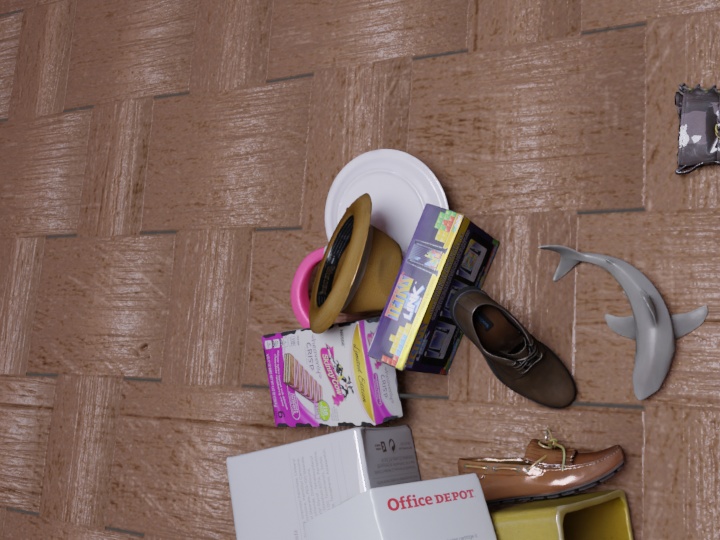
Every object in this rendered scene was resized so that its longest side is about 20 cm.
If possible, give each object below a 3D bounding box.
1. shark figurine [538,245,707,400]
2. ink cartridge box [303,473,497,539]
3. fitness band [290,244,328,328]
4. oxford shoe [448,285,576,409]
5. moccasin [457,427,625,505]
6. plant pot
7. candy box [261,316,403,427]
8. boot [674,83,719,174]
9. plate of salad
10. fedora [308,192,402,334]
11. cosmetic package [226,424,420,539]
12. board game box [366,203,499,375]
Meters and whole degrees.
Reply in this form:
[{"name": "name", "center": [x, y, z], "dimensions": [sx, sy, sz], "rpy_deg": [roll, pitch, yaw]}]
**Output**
[{"name": "shark figurine", "center": [0.320, 0.030, 0.871], "dimensions": [0.128, 0.089, 0.215], "rpy_deg": [-37, 68, 14]}, {"name": "ink cartridge box", "center": [0.052, 0.325, 0.734], "dimensions": [0.145, 0.145, 0.200], "rpy_deg": [-42, 53, 45]}, {"name": "fitness band", "center": [-0.014, 0.044, 1.041], "dimensions": [0.200, 0.037, 0.144], "rpy_deg": [22, 107, 27]}, {"name": "oxford shoe", "center": [0.190, 0.106, 0.883], "dimensions": [0.200, 0.084, 0.073], "rpy_deg": [40, 92, -11]}, {"name": "moccasin", "center": [0.217, 0.236, 0.891], "dimensions": [0.201, 0.074, 0.078], "rpy_deg": [-17, 77, 26]}, {"name": "plant pot", "center": [0.183, 0.358, 0.822], "dimensions": [0.200, 0.195, 0.194], "rpy_deg": [-15, 74, 36]}, {"name": "candy box", "center": [-0.044, 0.142, 1.002], "dimensions": [0.200, 0.061, 0.137], "rpy_deg": [-13, 85, 42]}, {"name": "boot", "center": [0.461, -0.206, 0.853], "dimensions": [0.174, 0.069, 0.200], "rpy_deg": [9, 87, 27]}, {"name": "plate of salad", "center": [0.039, -0.072, 1.044], "dimensions": [0.200, 0.048, 0.200], "rpy_deg": [4, 98, 29]}, {"name": "fedora", "center": [0.000, 0.000, 0.931], "dimensions": [0.082, 0.201, 0.201], "rpy_deg": [21, 90, -12]}, {"name": "cosmetic package", "center": [-0.039, 0.303, 0.951], "dimensions": [0.200, 0.167, 0.166], "rpy_deg": [-18, 73, 22]}, {"name": "board game box", "center": [0.098, 0.031, 0.936], "dimensions": [0.057, 0.165, 0.200], "rpy_deg": [22, 90, 28]}]
